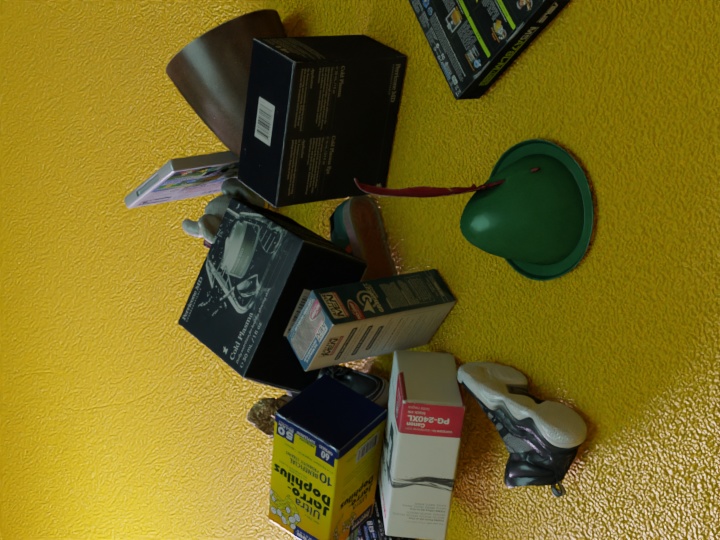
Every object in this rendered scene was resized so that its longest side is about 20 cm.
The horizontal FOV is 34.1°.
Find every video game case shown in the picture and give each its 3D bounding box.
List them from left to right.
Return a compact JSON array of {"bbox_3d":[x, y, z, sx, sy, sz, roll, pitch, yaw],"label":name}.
[{"bbox_3d":[-0.242,-0.147,1.816,0.182,0.199,0.022,-26,80,54],"label":"video game case"}]

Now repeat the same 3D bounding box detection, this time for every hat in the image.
[{"bbox_3d":[0.135,-0.057,1.334,0.200,0.176,0.166,-18,84,54],"label":"hat"}]

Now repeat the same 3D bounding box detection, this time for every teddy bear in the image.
[{"bbox_3d":[-0.072,0.249,1.729,0.200,0.067,0.145,35,173,12],"label":"teddy bear"}]

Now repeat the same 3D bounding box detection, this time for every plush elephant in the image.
[{"bbox_3d":[-0.207,-0.047,1.824,0.200,0.165,0.155,-24,106,32],"label":"plush elephant"}]

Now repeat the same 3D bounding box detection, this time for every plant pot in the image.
[{"bbox_3d":[-0.156,-0.246,1.716,0.187,0.187,0.201,-30,88,53],"label":"plant pot"}]

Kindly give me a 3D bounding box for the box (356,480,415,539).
[{"bbox_3d":[0.011,0.414,1.730,0.198,0.050,0.201,-23,78,56],"label":"box"}]

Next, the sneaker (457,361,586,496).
[{"bbox_3d":[0.182,0.193,1.416,0.200,0.075,0.114,32,123,46],"label":"sneaker"}]

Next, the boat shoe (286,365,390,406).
[{"bbox_3d":[-0.043,0.163,1.696,0.200,0.070,0.066,4,143,47],"label":"boat shoe"}]

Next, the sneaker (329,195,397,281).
[{"bbox_3d":[0.000,0.000,1.634,0.080,0.071,0.201,-25,70,54],"label":"sneaker"}]

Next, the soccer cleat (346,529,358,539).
[{"bbox_3d":[-0.072,0.366,1.744,0.200,0.065,0.084,-3,95,55],"label":"soccer cleat"}]

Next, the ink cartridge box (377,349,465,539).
[{"bbox_3d":[0.076,0.225,1.516,0.145,0.083,0.201,-98,13,-68],"label":"ink cartridge box"}]

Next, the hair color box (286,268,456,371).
[{"bbox_3d":[0.015,0.062,1.510,0.061,0.199,0.100,58,139,28],"label":"hair color box"}]

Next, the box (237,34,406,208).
[{"bbox_3d":[-0.053,-0.201,1.557,0.104,0.182,0.201,37,126,44],"label":"box"}]

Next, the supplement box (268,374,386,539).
[{"bbox_3d":[-0.047,0.263,1.576,0.109,0.109,0.201,27,130,27],"label":"supplement box"}]

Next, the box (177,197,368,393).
[{"bbox_3d":[-0.123,0.033,1.602,0.196,0.124,0.201,30,98,51],"label":"box"}]

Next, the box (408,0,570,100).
[{"bbox_3d":[0.137,-0.336,1.379,0.193,0.047,0.201,-45,61,46],"label":"box"}]
